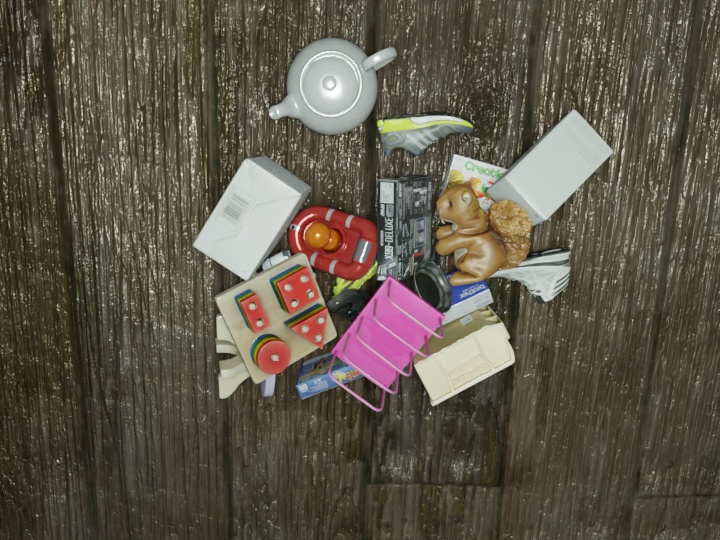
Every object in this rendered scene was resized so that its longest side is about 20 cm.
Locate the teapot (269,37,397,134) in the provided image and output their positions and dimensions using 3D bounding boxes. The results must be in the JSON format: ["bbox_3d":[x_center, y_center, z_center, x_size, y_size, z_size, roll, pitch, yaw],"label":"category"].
[{"bbox_3d":[-0.052,-0.360,1.121,0.196,0.146,0.202,19,101,-5],"label":"teapot"}]

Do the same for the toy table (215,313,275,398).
[{"bbox_3d":[-0.247,0.176,1.234,0.116,0.184,0.202,-2,94,-17],"label":"toy table"}]

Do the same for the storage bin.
[{"bbox_3d":[0.205,0.161,1.215,0.197,0.200,0.094,-29,100,5],"label":"storage bin"}]

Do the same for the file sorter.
[{"bbox_3d":[0.049,0.143,1.096,0.138,0.126,0.201,36,106,-6],"label":"file sorter"}]

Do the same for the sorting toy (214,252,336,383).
[{"bbox_3d":[-0.152,0.100,1.138,0.199,0.069,0.200,-29,112,-22],"label":"sorting toy"}]

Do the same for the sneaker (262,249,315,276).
[{"bbox_3d":[-0.121,0.038,1.219,0.070,0.073,0.200,-30,128,14],"label":"sneaker"}]

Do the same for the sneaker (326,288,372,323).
[{"bbox_3d":[0.009,0.097,1.216,0.060,0.199,0.105,-37,74,19],"label":"sneaker"}]

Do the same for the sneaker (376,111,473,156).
[{"bbox_3d":[0.133,-0.281,1.188,0.198,0.074,0.082,-2,112,6],"label":"sneaker"}]

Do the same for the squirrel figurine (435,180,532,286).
[{"bbox_3d":[0.244,-0.089,1.159,0.198,0.142,0.188,-9,108,21],"label":"squirrel figurine"}]

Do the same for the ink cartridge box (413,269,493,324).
[{"bbox_3d":[0.175,0.066,1.243,0.199,0.094,0.044,-25,130,5],"label":"ink cartridge box"}]

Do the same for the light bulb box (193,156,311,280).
[{"bbox_3d":[-0.206,-0.111,1.146,0.124,0.200,0.199,34,100,-6],"label":"light bulb box"}]

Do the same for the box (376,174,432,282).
[{"bbox_3d":[0.092,-0.090,1.178,0.049,0.157,0.202,7,106,31],"label":"box"}]

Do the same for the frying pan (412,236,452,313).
[{"bbox_3d":[0.140,0.001,1.195,0.031,0.114,0.192,-31,59,40],"label":"frying pan"}]

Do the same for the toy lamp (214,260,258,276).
[{"bbox_3d":[-0.221,0.021,1.249,0.199,0.058,0.058,37,100,-8],"label":"toy lamp"}]

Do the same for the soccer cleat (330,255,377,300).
[{"bbox_3d":[0.000,0.000,1.242,0.083,0.065,0.202,25,100,-2],"label":"soccer cleat"}]

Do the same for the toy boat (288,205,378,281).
[{"bbox_3d":[-0.067,-0.064,1.166,0.199,0.130,0.132,19,90,30],"label":"toy boat"}]

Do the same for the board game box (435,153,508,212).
[{"bbox_3d":[0.272,-0.159,1.227,0.198,0.035,0.127,15,101,-4],"label":"board game box"}]

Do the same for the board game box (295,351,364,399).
[{"bbox_3d":[-0.037,0.203,1.252,0.198,0.135,0.035,-21,102,4],"label":"board game box"}]

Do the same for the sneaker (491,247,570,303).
[{"bbox_3d":[0.361,0.023,1.249,0.198,0.076,0.117,-9,101,-1],"label":"sneaker"}]

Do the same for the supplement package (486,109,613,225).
[{"bbox_3d":[0.373,-0.196,1.148,0.200,0.117,0.117,-44,91,-9],"label":"supplement package"}]
